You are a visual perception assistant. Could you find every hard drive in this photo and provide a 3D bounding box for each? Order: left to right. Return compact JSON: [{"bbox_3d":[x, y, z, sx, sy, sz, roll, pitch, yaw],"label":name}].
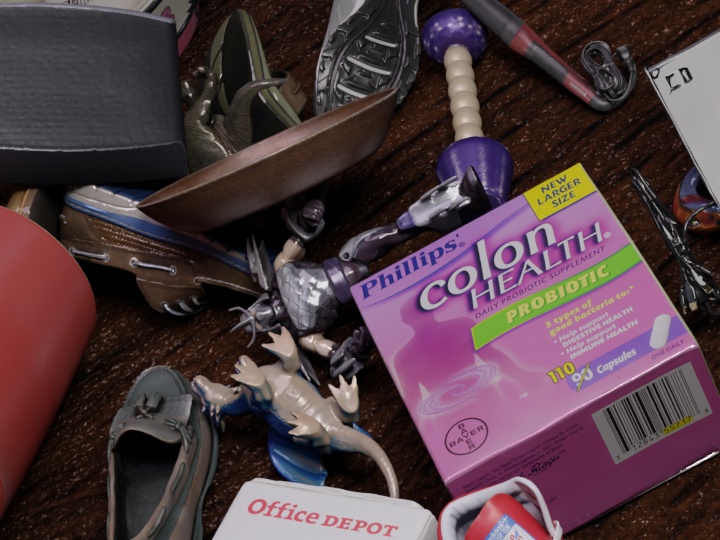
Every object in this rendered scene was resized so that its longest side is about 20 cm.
[{"bbox_3d":[-0.222,-0.130,1.809,0.198,0.042,0.136,0,69,-15],"label":"hard drive"}]

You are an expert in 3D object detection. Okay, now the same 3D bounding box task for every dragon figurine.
[{"bbox_3d":[-0.032,0.104,1.669,0.199,0.100,0.059,34,67,25],"label":"dragon figurine"}]

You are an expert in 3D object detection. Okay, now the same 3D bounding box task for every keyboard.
[{"bbox_3d":[0.238,-0.049,1.620,0.126,0.021,0.201,-27,76,2],"label":"keyboard"}]

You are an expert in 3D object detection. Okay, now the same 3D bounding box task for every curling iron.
[{"bbox_3d":[0.125,-0.176,1.856,0.200,0.026,0.050,35,74,31],"label":"curling iron"}]

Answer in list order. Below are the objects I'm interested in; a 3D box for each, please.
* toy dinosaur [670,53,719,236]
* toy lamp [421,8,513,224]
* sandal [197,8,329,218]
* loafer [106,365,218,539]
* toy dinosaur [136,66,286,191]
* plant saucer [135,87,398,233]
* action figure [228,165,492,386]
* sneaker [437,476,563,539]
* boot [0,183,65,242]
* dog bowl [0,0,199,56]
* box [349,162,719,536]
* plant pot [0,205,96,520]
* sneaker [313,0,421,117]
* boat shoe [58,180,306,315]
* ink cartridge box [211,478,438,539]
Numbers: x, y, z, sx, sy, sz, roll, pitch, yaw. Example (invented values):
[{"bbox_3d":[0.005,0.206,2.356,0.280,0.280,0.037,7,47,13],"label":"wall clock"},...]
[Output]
[{"bbox_3d":[0.292,-0.094,1.697,0.182,0.199,0.105,-48,55,27],"label":"toy dinosaur"},{"bbox_3d":[0.078,-0.109,1.826,0.058,0.058,0.201,-17,41,13],"label":"toy lamp"},{"bbox_3d":[-0.068,-0.112,1.912,0.080,0.057,0.202,-52,50,32],"label":"sandal"},{"bbox_3d":[-0.138,0.131,1.697,0.071,0.063,0.201,-17,42,13],"label":"loafer"},{"bbox_3d":[-0.127,-0.089,1.886,0.199,0.103,0.077,-22,-1,17],"label":"toy dinosaur"},{"bbox_3d":[-0.058,-0.070,1.752,0.199,0.037,0.200,-25,7,3],"label":"plant saucer"},{"bbox_3d":[0.000,0.000,1.724,0.199,0.069,0.131,-23,86,5],"label":"action figure"},{"bbox_3d":[0.126,0.187,1.455,0.199,0.113,0.071,17,58,40],"label":"sneaker"},{"bbox_3d":[-0.254,-0.054,1.891,0.075,0.074,0.200,6,15,-1],"label":"boot"},{"bbox_3d":[-0.221,-0.212,2.084,0.199,0.074,0.201,-16,44,15],"label":"dog bowl"},{"bbox_3d":[0.113,0.058,1.605,0.175,0.097,0.200,-28,40,1],"label":"box"},{"bbox_3d":[-0.288,0.059,1.772,0.199,0.201,0.178,5,43,33],"label":"plant pot"},{"bbox_3d":[0.008,-0.181,1.937,0.073,0.079,0.201,21,64,-11],"label":"sneaker"},{"bbox_3d":[-0.128,-0.008,1.825,0.199,0.073,0.072,23,17,21],"label":"boat shoe"},{"bbox_3d":[-0.042,0.235,1.524,0.144,0.084,0.201,6,51,34],"label":"ink cartridge box"}]
